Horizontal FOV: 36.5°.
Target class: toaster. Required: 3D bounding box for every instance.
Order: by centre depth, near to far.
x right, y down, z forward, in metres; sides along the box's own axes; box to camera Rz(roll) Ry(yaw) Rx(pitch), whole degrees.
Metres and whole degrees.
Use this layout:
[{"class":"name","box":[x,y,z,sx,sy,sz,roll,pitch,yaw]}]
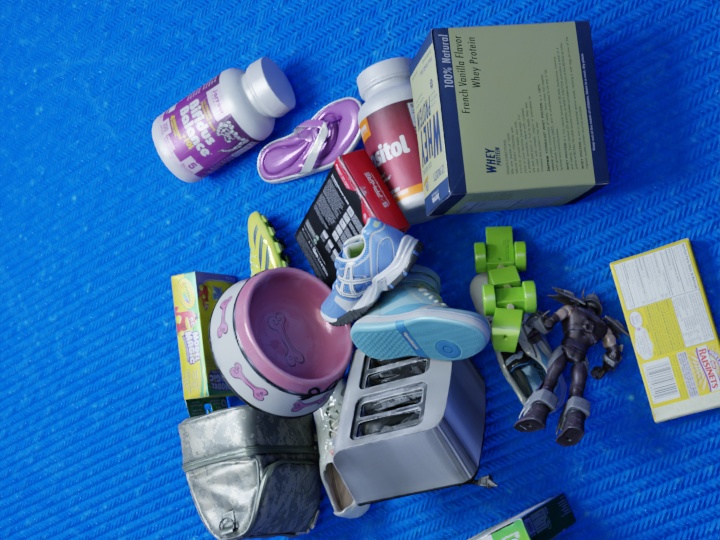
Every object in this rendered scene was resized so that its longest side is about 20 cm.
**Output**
[{"class":"toaster","box":[0.067,0.185,1.375,0.197,0.119,0.182,-16,38,24]}]

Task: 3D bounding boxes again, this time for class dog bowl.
[{"class":"dog bowl","box":[-0.095,0.085,1.426,0.074,0.198,0.202,-40,69,45]}]

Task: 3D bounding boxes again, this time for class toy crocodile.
[{"class":"toy crocodile","box":[0.179,0.016,1.359,0.066,0.062,0.202,-5,41,2]}]

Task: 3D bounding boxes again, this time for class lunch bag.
[{"class":"lunch bag","box":[-0.138,0.276,1.466,0.137,0.199,0.171,-15,74,23]}]

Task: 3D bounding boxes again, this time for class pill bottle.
[{"class":"pill bottle","box":[0.061,-0.171,1.444,0.112,0.113,0.203,-21,77,23]},{"class":"pill bottle","box":[-0.194,-0.220,1.572,0.198,0.112,0.114,-30,74,22]}]

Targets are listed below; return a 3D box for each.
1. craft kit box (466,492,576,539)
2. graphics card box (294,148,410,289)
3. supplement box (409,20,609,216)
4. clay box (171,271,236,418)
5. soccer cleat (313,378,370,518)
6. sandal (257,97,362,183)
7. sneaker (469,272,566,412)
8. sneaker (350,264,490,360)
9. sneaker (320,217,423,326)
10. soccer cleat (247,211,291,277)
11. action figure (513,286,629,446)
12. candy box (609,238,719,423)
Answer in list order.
[{"class":"craft kit box","box":[0.147,0.341,1.320,0.196,0.199,0.049,-29,76,22]},{"class":"graphics card box","box":[-0.015,-0.052,1.450,0.127,0.050,0.201,59,146,18]},{"class":"supplement box","box":[0.176,-0.182,1.329,0.196,0.134,0.204,-5,83,-9]},{"class":"clay box","box":[-0.211,0.107,1.557,0.047,0.115,0.204,-12,82,23]},{"class":"soccer cleat","box":[-0.029,0.234,1.480,0.068,0.077,0.203,-19,78,23]},{"class":"sandal","box":[-0.075,-0.174,1.530,0.201,0.049,0.084,-29,75,33]},{"class":"sneaker","box":[0.196,0.088,1.384,0.071,0.072,0.202,-35,71,22]},{"class":"sneaker","box":[0.089,0.042,1.359,0.198,0.080,0.131,-2,43,38]},{"class":"sneaker","box":[0.000,0.000,1.361,0.077,0.076,0.200,37,135,-8]},{"class":"soccer cleat","box":[-0.133,0.014,1.548,0.083,0.065,0.203,-21,80,6]},{"class":"action figure","box":[0.254,0.107,1.324,0.129,0.070,0.202,24,63,1]},{"class":"candy box","box":[0.378,0.073,1.321,0.101,0.026,0.203,-17,79,20]}]
